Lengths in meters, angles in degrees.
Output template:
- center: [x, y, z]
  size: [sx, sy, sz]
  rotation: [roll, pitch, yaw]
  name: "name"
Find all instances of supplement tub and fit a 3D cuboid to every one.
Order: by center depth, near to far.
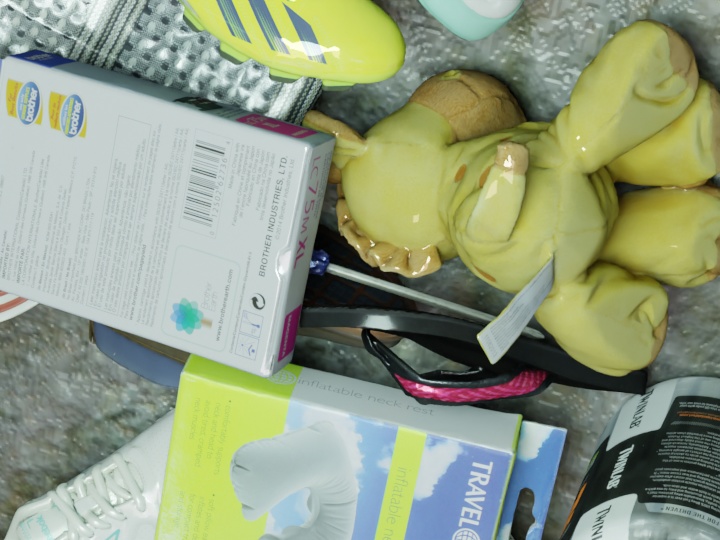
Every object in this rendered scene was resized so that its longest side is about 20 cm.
- center: [0.160, 0.148, 1.228]
  size: [0.122, 0.200, 0.123]
  rotation: [7, 116, 14]
  name: "supplement tub"

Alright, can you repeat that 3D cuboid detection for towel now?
- center: [-0.122, -0.113, 1.246]
  size: [0.200, 0.035, 0.193]
  rotation: [31, 97, 2]
  name: "towel"

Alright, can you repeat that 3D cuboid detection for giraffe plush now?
- center: [0.066, -0.038, 1.207]
  size: [0.162, 0.200, 0.173]
  rotation: [19, 129, 42]
  name: "giraffe plush"

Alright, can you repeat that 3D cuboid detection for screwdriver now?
- center: [0.000, 0.000, 1.234]
  size: [0.200, 0.028, 0.029]
  rotation: [14, 125, -3]
  name: "screwdriver"

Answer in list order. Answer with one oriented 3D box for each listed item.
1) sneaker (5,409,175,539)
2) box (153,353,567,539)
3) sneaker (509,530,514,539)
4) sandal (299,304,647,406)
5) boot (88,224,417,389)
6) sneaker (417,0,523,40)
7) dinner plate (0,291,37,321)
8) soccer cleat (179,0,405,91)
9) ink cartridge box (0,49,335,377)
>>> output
- center: [-0.141, 0.142, 1.370]
  size: [0.200, 0.080, 0.071]
  rotation: [-45, 53, 27]
  name: "sneaker"
- center: [-0.002, 0.118, 1.282]
  size: [0.200, 0.048, 0.122]
  rotation: [13, 116, 5]
  name: "box"
- center: [0.062, 0.170, 1.345]
  size: [0.200, 0.070, 0.080]
  rotation: [30, 117, 2]
  name: "sneaker"
- center: [0.060, 0.052, 1.239]
  size: [0.200, 0.075, 0.045]
  rotation: [15, 86, -30]
  name: "sandal"
- center: [-0.064, 0.022, 1.319]
  size: [0.200, 0.075, 0.097]
  rotation: [21, 130, 18]
  name: "boot"
- center: [0.030, -0.218, 1.149]
  size: [0.200, 0.078, 0.140]
  rotation: [37, 105, -24]
  name: "sneaker"
- center: [-0.215, -0.069, 1.313]
  size: [0.200, 0.024, 0.201]
  rotation: [1, 92, 21]
  name: "dinner plate"
- center: [-0.061, -0.158, 1.173]
  size: [0.200, 0.065, 0.084]
  rotation: [34, 127, 13]
  name: "soccer cleat"
- center: [-0.118, -0.034, 1.202]
  size: [0.200, 0.042, 0.120]
  rotation: [16, 107, 15]
  name: "ink cartridge box"
